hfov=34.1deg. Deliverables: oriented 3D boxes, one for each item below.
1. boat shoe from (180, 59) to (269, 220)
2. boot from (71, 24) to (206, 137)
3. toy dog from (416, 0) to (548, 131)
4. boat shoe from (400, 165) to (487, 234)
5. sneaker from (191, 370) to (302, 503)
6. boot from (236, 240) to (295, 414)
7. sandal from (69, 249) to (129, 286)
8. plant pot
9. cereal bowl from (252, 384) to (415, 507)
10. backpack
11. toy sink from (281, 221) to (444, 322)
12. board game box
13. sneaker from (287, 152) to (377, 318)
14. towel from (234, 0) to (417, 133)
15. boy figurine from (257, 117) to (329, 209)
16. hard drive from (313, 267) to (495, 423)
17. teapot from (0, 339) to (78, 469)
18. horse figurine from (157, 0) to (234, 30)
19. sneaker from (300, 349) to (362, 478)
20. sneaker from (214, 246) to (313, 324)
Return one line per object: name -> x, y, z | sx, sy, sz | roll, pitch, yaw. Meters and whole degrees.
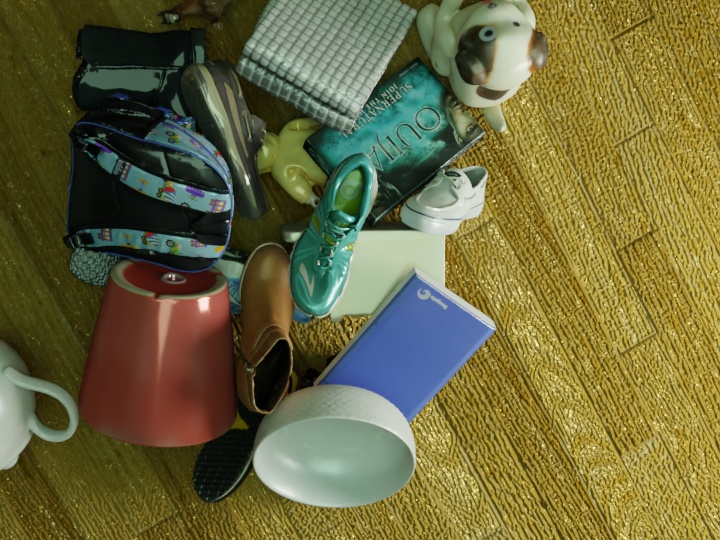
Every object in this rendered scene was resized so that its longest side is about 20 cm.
boat shoe -> -0.146, -0.161, 1.420 | 0.073, 0.074, 0.202 | -27, 106, -27
boot -> -0.271, -0.206, 1.465 | 0.166, 0.076, 0.203 | -3, 93, -7
toy dog -> 0.151, -0.269, 1.440 | 0.137, 0.200, 0.197 | -3, 96, -5
boat shoe -> 0.106, -0.096, 1.461 | 0.073, 0.200, 0.068 | 21, 109, 16
sneaker -> -0.137, 0.215, 1.517 | 0.070, 0.090, 0.202 | 32, 95, 30
boot -> -0.111, 0.068, 1.389 | 0.076, 0.155, 0.203 | 14, 91, -11
sandal -> -0.283, -0.049, 1.502 | 0.199, 0.045, 0.075 | -39, 104, -16
plant pot -> -0.237, 0.088, 1.419 | 0.198, 0.201, 0.180 | 7, 110, -6
cereal bowl -> -0.031, 0.202, 1.426 | 0.197, 0.084, 0.201 | 0, 138, 0
backpack -> -0.236, -0.099, 1.388 | 0.197, 0.135, 0.184 | 15, 122, 5
toy sink -> 0.000, 0.000, 1.488 | 0.197, 0.130, 0.114 | -1, 96, -7
board game box -> 0.044, -0.164, 1.476 | 0.199, 0.028, 0.136 | -39, 83, -23
sneaker -> -0.033, -0.045, 1.375 | 0.077, 0.080, 0.202 | 18, 85, -4
towel -> -0.043, -0.278, 1.442 | 0.164, 0.086, 0.201 | 29, 53, -1
boy figurine -> -0.068, -0.137, 1.494 | 0.197, 0.065, 0.126 | 4, 70, -5
hard drive -> 0.053, 0.106, 1.448 | 0.131, 0.025, 0.200 | 33, 110, -22
teapot -> -0.468, 0.187, 1.441 | 0.197, 0.199, 0.147 | -44, 120, -18
horse figurine -> -0.152, -0.363, 1.451 | 0.200, 0.132, 0.050 | -48, 118, -8
sneaker -> -0.032, 0.198, 1.533 | 0.113, 0.076, 0.202 | 11, 91, -5
sneaker -> -0.153, 0.026, 1.515 | 0.198, 0.079, 0.091 | 22, 112, -4
